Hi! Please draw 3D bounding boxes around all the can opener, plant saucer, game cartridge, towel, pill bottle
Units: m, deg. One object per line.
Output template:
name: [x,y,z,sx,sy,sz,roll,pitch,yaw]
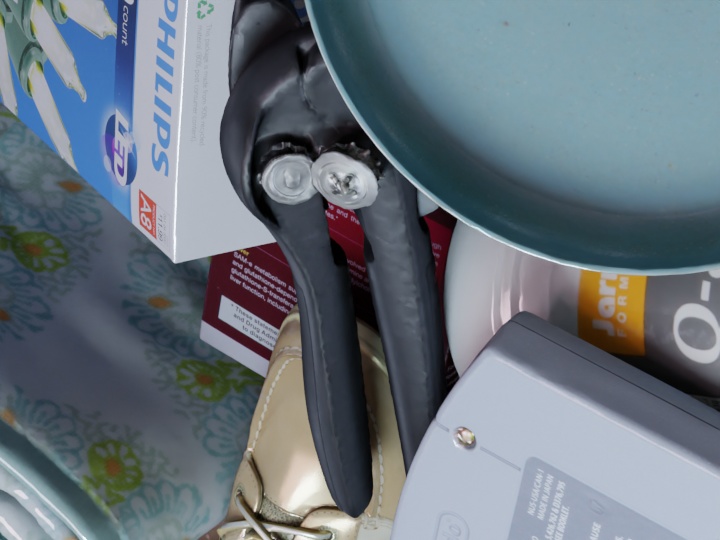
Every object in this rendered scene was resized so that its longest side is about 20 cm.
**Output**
can opener: [0.000,0.000,0.980,0.063,0.079,0.201,-9,122,11]
plant saucer: [0.082,-0.099,0.849,0.199,0.027,0.201,0,89,3]
game cartridge: [0.073,0.108,0.984,0.133,0.040,0.200,26,134,16]
towel: [-0.117,0.021,1.141,0.200,0.171,0.048,43,132,11]
pill bottle: [0.133,0.012,0.970,0.199,0.116,0.117,4,118,37]

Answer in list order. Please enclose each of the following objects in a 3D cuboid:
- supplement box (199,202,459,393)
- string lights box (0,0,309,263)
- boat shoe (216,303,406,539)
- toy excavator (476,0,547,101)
supplement box: [0.011,-0.040,1.078,0.109,0.061,0.201,30,131,22]
string lights box: [-0.085,-0.094,1.068,0.200,0.059,0.103,40,133,49]
boat shoe: [-0.017,0.097,1.102,0.072,0.065,0.200,29,140,23]
toy excavator: [0.001,-0.160,0.928,0.194,0.100,0.201,19,99,33]
